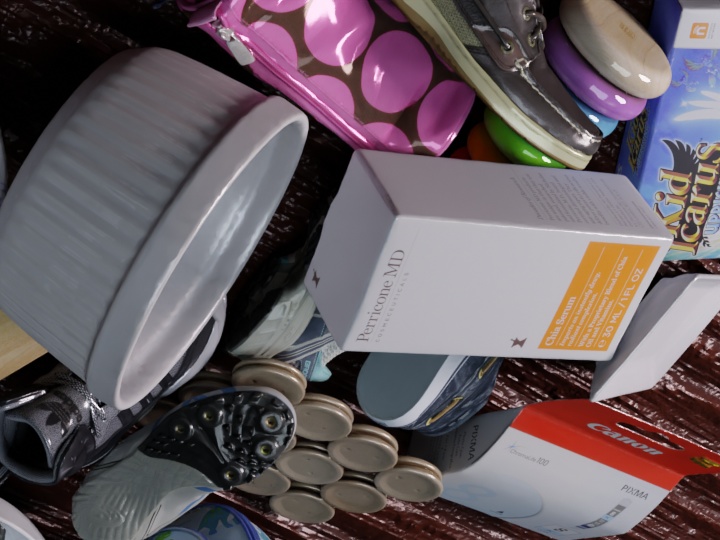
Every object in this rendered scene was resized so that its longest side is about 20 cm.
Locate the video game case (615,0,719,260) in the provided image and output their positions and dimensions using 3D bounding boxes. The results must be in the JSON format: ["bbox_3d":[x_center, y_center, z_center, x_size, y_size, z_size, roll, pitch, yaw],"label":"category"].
[{"bbox_3d":[0.268,-0.098,1.185,0.180,0.046,0.201,-2,128,-12],"label":"video game case"}]

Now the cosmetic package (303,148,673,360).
[{"bbox_3d":[0.078,-0.007,1.086,0.199,0.071,0.102,3,126,-28],"label":"cosmetic package"}]

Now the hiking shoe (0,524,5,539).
[{"bbox_3d":[-0.285,0.165,1.159,0.086,0.074,0.201,19,134,20],"label":"hiking shoe"}]

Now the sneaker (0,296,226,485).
[{"bbox_3d":[-0.167,0.072,1.147,0.075,0.114,0.200,44,115,4],"label":"sneaker"}]

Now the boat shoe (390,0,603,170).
[{"bbox_3d":[0.076,-0.144,1.039,0.200,0.073,0.065,44,106,-8],"label":"boat shoe"}]

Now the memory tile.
[{"bbox_3d":[-0.052,0.121,1.249,0.153,0.017,0.200,-18,138,37],"label":"memory tile"}]

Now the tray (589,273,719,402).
[{"bbox_3d":[0.206,0.039,1.218,0.108,0.022,0.200,-52,163,12],"label":"tray"}]

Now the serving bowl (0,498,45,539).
[{"bbox_3d":[-0.311,0.219,1.260,0.199,0.066,0.201,-7,125,-10],"label":"serving bowl"}]

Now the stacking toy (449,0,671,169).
[{"bbox_3d":[0.102,-0.081,1.134,0.085,0.086,0.200,26,121,-31],"label":"stacking toy"}]

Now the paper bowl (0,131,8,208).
[{"bbox_3d":[-0.303,-0.055,0.998,0.200,0.104,0.202,-3,101,-18],"label":"paper bowl"}]

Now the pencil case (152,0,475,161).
[{"bbox_3d":[-0.019,-0.129,1.050,0.091,0.094,0.200,-28,132,36],"label":"pencil case"}]

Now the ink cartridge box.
[{"bbox_3d":[0.151,0.146,1.274,0.160,0.048,0.200,24,157,-29],"label":"ink cartridge box"}]

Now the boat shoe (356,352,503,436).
[{"bbox_3d":[0.082,0.028,1.227,0.200,0.071,0.091,-49,152,8],"label":"boat shoe"}]

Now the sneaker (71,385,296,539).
[{"bbox_3d":[-0.119,0.125,1.213,0.200,0.073,0.072,-32,101,32],"label":"sneaker"}]

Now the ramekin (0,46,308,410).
[{"bbox_3d":[-0.125,-0.032,1.019,0.105,0.200,0.201,32,120,6],"label":"ramekin"}]

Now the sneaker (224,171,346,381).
[{"bbox_3d":[0.000,0.000,1.166,0.086,0.078,0.200,30,127,-24],"label":"sneaker"}]

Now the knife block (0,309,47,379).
[{"bbox_3d":[-0.259,0.046,1.144,0.199,0.064,0.176,5,127,-19],"label":"knife block"}]

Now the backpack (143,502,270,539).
[{"bbox_3d":[-0.121,0.266,1.266,0.183,0.200,0.147,-34,128,8],"label":"backpack"}]
